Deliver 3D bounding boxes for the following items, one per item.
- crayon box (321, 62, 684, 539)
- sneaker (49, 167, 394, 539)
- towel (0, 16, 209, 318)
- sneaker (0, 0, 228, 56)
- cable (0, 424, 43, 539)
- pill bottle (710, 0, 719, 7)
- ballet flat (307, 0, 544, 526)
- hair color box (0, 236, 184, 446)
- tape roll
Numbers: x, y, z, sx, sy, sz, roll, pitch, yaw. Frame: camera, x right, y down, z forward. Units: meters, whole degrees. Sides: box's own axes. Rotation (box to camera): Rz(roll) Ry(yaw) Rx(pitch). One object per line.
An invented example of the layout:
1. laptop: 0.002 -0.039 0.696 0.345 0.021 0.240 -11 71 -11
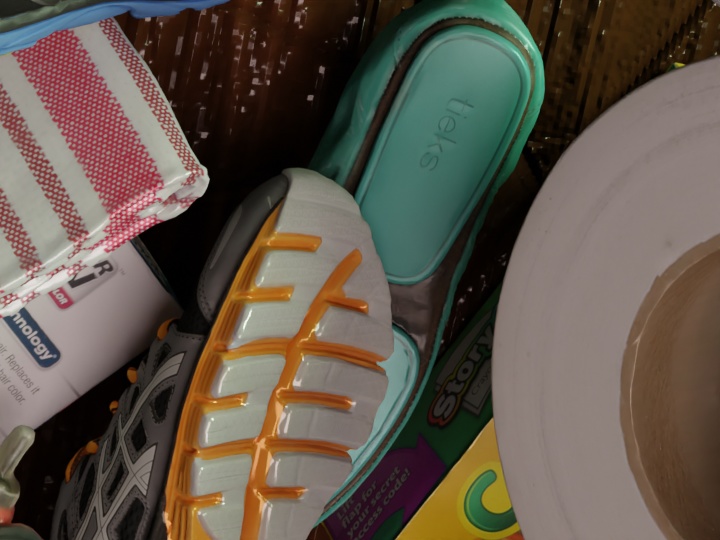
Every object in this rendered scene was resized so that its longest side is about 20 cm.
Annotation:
1. crayon box: 0.114 0.058 1.030 0.172 0.058 0.200 33 100 -29
2. sneaker: -0.053 0.062 0.907 0.078 0.077 0.201 14 98 -49
3. towel: -0.159 -0.027 0.859 0.200 0.147 0.030 -32 159 -3
4. sneaker: -0.061 -0.115 0.833 0.199 0.071 0.083 -26 160 -46
5. cable: -0.162 0.117 0.909 0.097 0.050 0.200 24 116 -22
6. pill bottle: 0.101 -0.147 0.846 0.114 0.200 0.115 -8 116 -16
7. ballet flat: 0.000 0.000 0.955 0.067 0.070 0.201 26 107 -7
8. hair color box: -0.165 0.027 0.915 0.200 0.061 0.100 -35 123 -1
9. tape roll: 0.156 0.031 0.862 0.139 0.202 0.203 -12 124 -51
